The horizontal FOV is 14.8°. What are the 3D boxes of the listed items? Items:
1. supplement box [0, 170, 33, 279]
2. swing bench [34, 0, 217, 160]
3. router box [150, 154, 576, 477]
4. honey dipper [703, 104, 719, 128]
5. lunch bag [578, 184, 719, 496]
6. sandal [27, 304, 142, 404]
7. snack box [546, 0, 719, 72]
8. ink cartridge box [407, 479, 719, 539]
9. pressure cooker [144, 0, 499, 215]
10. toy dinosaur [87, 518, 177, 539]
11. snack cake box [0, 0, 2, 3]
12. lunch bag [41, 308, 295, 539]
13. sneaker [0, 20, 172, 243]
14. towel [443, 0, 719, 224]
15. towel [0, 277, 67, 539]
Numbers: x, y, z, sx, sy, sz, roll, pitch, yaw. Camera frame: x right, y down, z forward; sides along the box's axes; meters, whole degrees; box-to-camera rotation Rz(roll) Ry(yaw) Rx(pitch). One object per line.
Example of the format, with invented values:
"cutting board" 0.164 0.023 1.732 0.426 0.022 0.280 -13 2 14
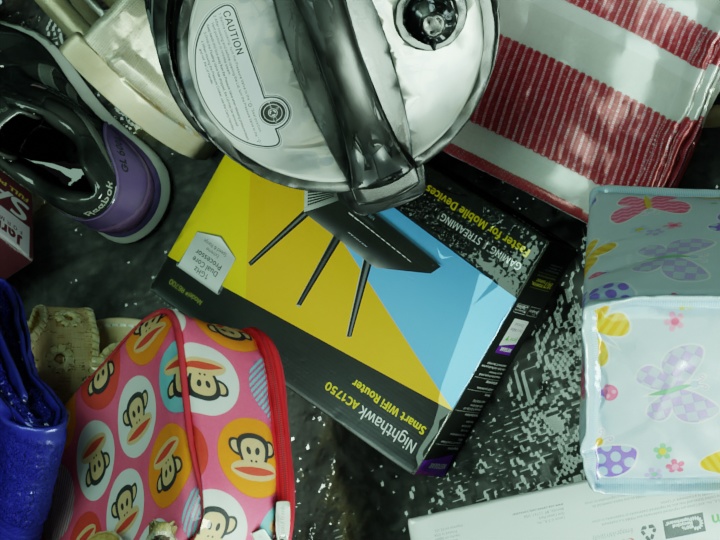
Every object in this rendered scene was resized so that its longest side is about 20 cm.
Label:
"supplement box" -0.300 -0.004 1.632 0.199 0.109 0.061 -31 42 24
"swing bench" -0.097 -0.206 1.573 0.199 0.130 0.200 -44 67 11
"router box" 0.000 0.000 1.539 0.199 0.051 0.150 33 98 25
"honey dipper" 0.186 -0.084 1.476 0.199 0.038 0.038 -4 80 22
"lunch bag" 0.207 0.027 1.351 0.199 0.170 0.128 2 111 6
"sandal" -0.188 0.055 1.609 0.211 0.070 0.078 12 87 26
"snack box" 0.188 -0.202 1.474 0.168 0.068 0.202 -2 84 25
"ink cartridge box" 0.141 0.196 1.428 0.199 0.084 0.177 -13 78 23
"pressure cooker" -0.018 -0.139 1.418 0.175 0.200 0.179 25 109 -17
"toy dinosaur" -0.149 0.188 1.450 0.199 0.058 0.102 -24 56 41
"snack cake box" -0.319 -0.181 1.688 0.199 0.067 0.116 -23 53 20
"lunch bag" -0.112 0.136 1.501 0.200 0.082 0.177 -44 43 43
"sneaker" -0.201 -0.096 1.627 0.200 0.087 0.076 36 98 25
"towel" 0.129 -0.130 1.447 0.144 0.023 0.201 28 100 24
"towel" -0.216 0.123 1.551 0.148 0.049 0.201 -120 37 -50
